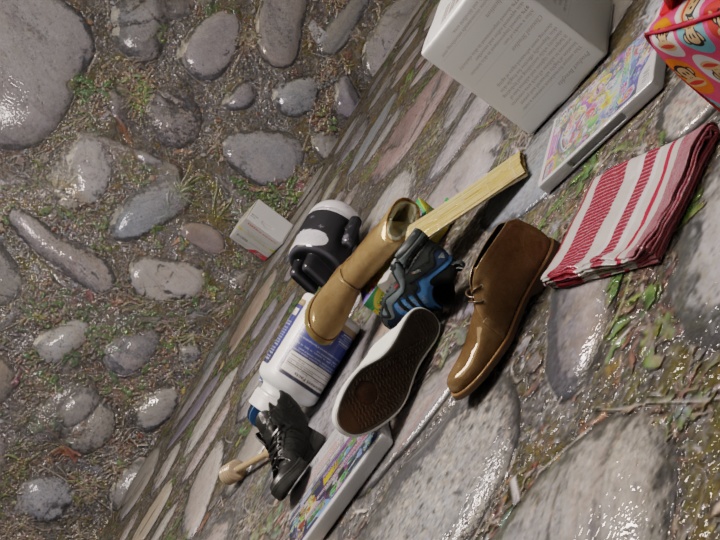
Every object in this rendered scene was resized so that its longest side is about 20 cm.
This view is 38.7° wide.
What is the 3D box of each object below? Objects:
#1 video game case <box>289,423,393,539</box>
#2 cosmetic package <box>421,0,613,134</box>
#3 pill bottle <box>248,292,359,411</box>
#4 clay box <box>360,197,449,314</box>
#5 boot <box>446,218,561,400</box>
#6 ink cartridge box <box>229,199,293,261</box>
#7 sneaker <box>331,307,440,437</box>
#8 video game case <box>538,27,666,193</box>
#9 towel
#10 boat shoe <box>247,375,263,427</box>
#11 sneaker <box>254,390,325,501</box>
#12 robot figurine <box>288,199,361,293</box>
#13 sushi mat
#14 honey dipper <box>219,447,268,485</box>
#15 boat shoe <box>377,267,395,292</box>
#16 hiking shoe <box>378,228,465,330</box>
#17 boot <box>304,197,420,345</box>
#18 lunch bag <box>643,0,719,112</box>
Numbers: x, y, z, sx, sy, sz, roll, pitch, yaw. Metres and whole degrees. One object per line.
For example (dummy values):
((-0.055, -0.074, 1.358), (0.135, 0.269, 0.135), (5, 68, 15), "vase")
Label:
((-0.029, 0.257, 1.317), (0.201, 0.023, 0.182), (-55, 11, 10), "video game case")
((0.218, -0.337, 1.418), (0.167, 0.199, 0.167), (-47, 15, 39), "cosmetic package")
((-0.095, 0.148, 1.664), (0.202, 0.110, 0.111), (-58, 11, -7), "pill bottle")
((0.072, -0.032, 1.602), (0.201, 0.047, 0.115), (-57, 12, 10), "clay box")
((0.133, 0.038, 1.084), (0.202, 0.075, 0.074), (-60, 13, -9), "boot")
((-0.317, -0.127, 3.286), (0.084, 0.144, 0.200), (-60, 12, -25), "ink cartridge box")
((0.027, 0.138, 1.281), (0.200, 0.073, 0.085), (-47, 0, -32), "sneaker")
((0.286, -0.195, 1.207), (0.200, 0.018, 0.144), (-46, 15, 44), "video game case")
((0.250, -0.057, 0.979), (0.145, 0.023, 0.200), (-60, 11, -17), "towel")
((-0.121, 0.187, 1.776), (0.200, 0.084, 0.069), (-44, 30, -5), "boat shoe")
((-0.114, 0.241, 1.440), (0.060, 0.104, 0.200), (-54, -4, 22), "sneaker")
((-0.070, -0.049, 2.079), (0.126, 0.148, 0.202), (80, -154, -48), "robot figurine")
((0.143, -0.094, 1.408), (0.199, 0.012, 0.096), (-34, 18, 20), "sushi mat")
((-0.194, 0.333, 1.779), (0.200, 0.038, 0.038), (-40, 20, 53), "honey dipper")
((0.082, -0.002, 1.452), (0.069, 0.071, 0.200), (-60, 2, -15), "boat shoe")
((0.078, 0.035, 1.330), (0.075, 0.086, 0.201), (-50, -17, -27), "hiking shoe")
((0.000, 0.000, 1.540), (0.200, 0.066, 0.176), (-46, 16, 46), "boot")
((0.284, -0.160, 0.714), (0.083, 0.175, 0.200), (-56, 12, 2), "lunch bag")
